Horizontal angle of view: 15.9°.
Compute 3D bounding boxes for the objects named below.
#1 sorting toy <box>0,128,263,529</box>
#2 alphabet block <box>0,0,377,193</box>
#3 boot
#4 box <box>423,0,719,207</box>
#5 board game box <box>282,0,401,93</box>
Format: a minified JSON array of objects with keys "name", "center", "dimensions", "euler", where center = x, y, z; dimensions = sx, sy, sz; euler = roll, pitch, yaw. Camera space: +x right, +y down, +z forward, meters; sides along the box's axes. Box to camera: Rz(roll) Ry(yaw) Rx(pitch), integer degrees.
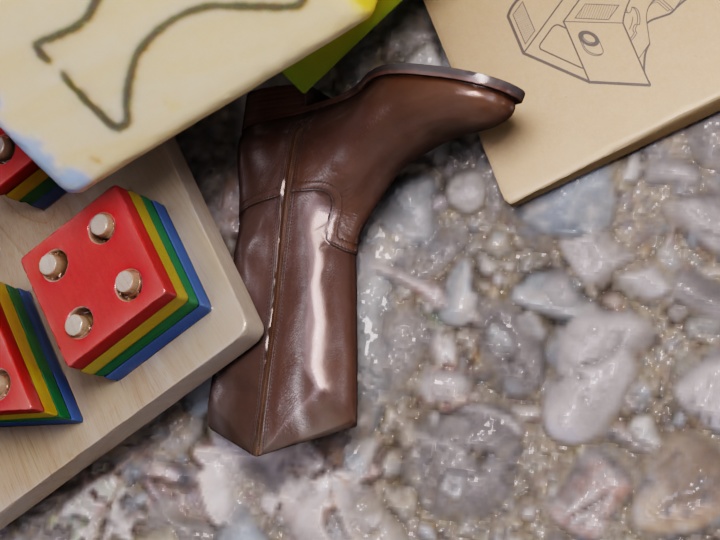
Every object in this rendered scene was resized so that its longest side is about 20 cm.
[{"name":"sorting toy","center":[-0.180,0.001,1.377],"dimensions":[0.198,0.070,0.201],"euler":[-36,63,18]},{"name":"alphabet block","center":[-0.111,-0.194,1.275],"dimensions":[0.200,0.195,0.197],"euler":[-28,30,29]},{"name":"boot","center":[0.000,0.000,1.333],"dimensions":[0.186,0.064,0.201],"euler":[-7,71,42]},{"name":"box","center":[0.138,-0.147,1.357],"dimensions":[0.199,0.021,0.164],"euler":[-25,70,11]},{"name":"board game box","center":[0.016,-0.193,1.366],"dimensions":[0.200,0.048,0.102],"euler":[-43,28,5]}]
